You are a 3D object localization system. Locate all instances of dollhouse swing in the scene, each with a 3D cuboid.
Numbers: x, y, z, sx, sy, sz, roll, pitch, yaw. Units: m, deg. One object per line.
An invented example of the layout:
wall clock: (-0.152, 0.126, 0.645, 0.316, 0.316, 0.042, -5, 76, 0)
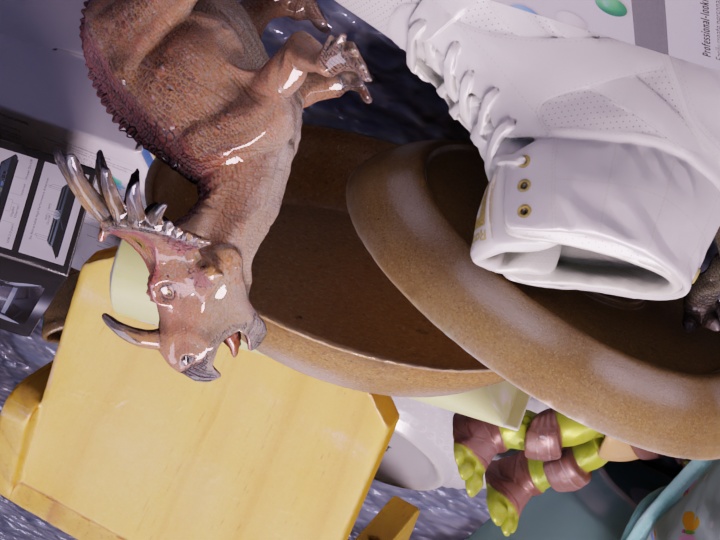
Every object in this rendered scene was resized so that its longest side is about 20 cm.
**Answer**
dollhouse swing: (-0.060, 0.071, 1.260, 0.199, 0.177, 0.182, 27, -160, 10)

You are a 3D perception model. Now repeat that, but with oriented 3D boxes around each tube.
tube: (-0.013, 0.019, 1.110, 0.198, 0.058, 0.052, 16, 175, 12)

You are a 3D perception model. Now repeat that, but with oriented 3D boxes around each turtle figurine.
turtle figurine: (0.128, 0.072, 1.192, 0.160, 0.065, 0.200, -17, 158, 14)

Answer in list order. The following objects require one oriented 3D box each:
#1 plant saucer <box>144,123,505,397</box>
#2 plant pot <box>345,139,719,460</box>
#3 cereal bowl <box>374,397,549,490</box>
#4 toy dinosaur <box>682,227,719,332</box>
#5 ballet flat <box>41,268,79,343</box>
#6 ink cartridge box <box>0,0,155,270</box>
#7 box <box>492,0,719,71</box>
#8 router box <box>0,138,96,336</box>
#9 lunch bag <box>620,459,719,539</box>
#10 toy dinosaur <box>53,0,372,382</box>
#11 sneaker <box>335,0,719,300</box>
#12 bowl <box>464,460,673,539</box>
plant saucer: (0.000, 0.000, 1.061, 0.199, 0.200, 0.036, 23, 118, 10)
plant pot: (0.086, 0.003, 1.025, 0.199, 0.028, 0.200, 28, -158, -12)
cereal bowl: (0.018, 0.057, 1.295, 0.199, 0.084, 0.200, 22, 158, 9)
toy dinosaur: (0.178, -0.015, 0.975, 0.199, 0.077, 0.103, 24, 123, 37)
ballet flat: (-0.099, 0.057, 1.442, 0.199, 0.073, 0.068, 25, 159, 4)
ink cartridge box: (-0.122, -0.053, 1.212, 0.136, 0.077, 0.200, 20, 155, 22)
box: (0.063, -0.144, 0.847, 0.199, 0.041, 0.156, 21, 157, 18)
router box: (-0.211, -0.027, 1.131, 0.156, 0.053, 0.200, 17, 168, -10)
lunch bag: (0.214, 0.157, 1.159, 0.169, 0.123, 0.200, 10, 148, -14)
toy dinosaur: (-0.072, -0.071, 0.975, 0.201, 0.135, 0.086, 61, 179, 32)
sneaker: (0.053, -0.062, 0.943, 0.199, 0.116, 0.074, 24, 160, 12)
bowl: (0.147, 0.172, 1.314, 0.200, 0.105, 0.201, 30, -167, -7)
